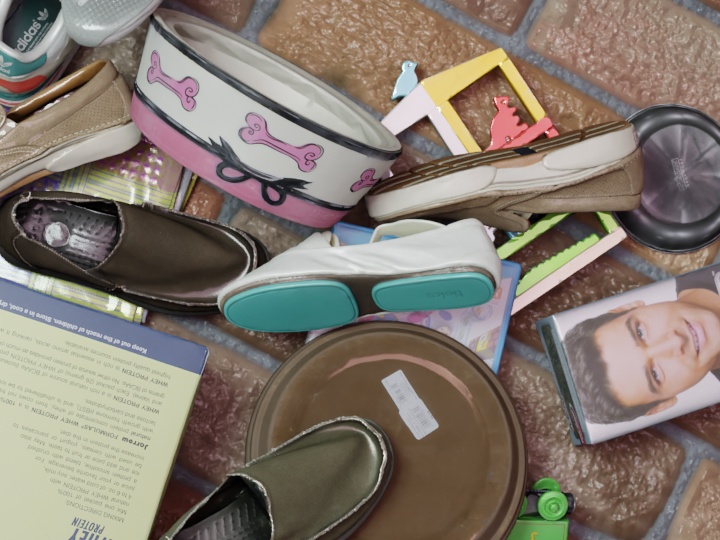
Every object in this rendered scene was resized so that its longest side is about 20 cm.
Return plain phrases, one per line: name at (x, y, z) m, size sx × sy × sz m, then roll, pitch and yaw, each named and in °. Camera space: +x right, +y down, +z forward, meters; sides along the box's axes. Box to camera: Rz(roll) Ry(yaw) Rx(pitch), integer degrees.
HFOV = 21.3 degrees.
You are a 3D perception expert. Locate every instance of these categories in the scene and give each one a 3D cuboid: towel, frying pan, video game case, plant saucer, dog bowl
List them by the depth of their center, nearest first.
plant saucer at (0.019, 0.128, 1.336) m, size 0.199 × 0.029 × 0.201 m, roll 1°, pitch 70°, yaw -3°
dog bowl at (-0.073, -0.102, 1.336) m, size 0.199 × 0.200 × 0.074 m, roll 29°, pitch 102°, yaw -4°
towel at (-0.227, -0.050, 1.390) m, size 0.199 × 0.023 × 0.145 m, roll 17°, pitch 83°, yaw -5°
video game case at (0.027, 0.077, 1.398) m, size 0.142 × 0.018 × 0.201 m, roll 13°, pitch 91°, yaw -6°
frying pan at (0.203, -0.076, 1.448) m, size 0.189 × 0.031 × 0.116 m, roll 8°, pitch 82°, yaw -10°

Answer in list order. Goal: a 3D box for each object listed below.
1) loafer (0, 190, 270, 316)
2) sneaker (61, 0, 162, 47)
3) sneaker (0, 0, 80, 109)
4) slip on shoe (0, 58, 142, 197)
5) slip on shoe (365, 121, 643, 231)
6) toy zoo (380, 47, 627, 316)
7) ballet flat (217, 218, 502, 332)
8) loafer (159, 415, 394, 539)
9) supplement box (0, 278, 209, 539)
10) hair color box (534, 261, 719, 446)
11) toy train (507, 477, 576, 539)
loafer at (-0.161, -0.013, 1.346) m, size 0.199 × 0.071 × 0.074 m, roll 8°, pitch 83°, yaw -6°
sneaker at (-0.152, -0.216, 1.338) m, size 0.070 × 0.080 × 0.201 m, roll 20°, pitch 51°, yaw 3°
sneaker at (-0.208, -0.211, 1.366) m, size 0.070 × 0.093 × 0.200 m, roll 30°, pitch 73°, yaw -4°
slip on shoe at (-0.251, -0.089, 1.335) m, size 0.199 × 0.076 × 0.061 m, roll -20°, pitch 115°, yaw -12°
slip on shoe at (0.105, -0.055, 1.375) m, size 0.199 × 0.076 × 0.061 m, roll -14°, pitch 103°, yaw -4°
toy zoo at (0.089, -0.072, 1.424) m, size 0.131 × 0.020 × 0.201 m, roll -33°, pitch 89°, yaw 1°
ballet flat at (0.000, 0.000, 1.337) m, size 0.199 × 0.069 × 0.070 m, roll -7°, pitch 85°, yaw 9°
loafer at (-0.055, 0.159, 1.252) m, size 0.200 × 0.070 × 0.075 m, roll -35°, pitch 76°, yaw -24°
supplement box at (-0.228, 0.122, 1.314) m, size 0.199 × 0.134 × 0.201 m, roll 18°, pitch 82°, yaw -5°
hair color box at (0.241, 0.053, 1.421) m, size 0.199 × 0.061 × 0.100 m, roll -17°, pitch 87°, yaw -8°
toy train at (0.056, 0.177, 1.377) m, size 0.199 × 0.042 × 0.057 m, roll 2°, pitch 103°, yaw -5°
